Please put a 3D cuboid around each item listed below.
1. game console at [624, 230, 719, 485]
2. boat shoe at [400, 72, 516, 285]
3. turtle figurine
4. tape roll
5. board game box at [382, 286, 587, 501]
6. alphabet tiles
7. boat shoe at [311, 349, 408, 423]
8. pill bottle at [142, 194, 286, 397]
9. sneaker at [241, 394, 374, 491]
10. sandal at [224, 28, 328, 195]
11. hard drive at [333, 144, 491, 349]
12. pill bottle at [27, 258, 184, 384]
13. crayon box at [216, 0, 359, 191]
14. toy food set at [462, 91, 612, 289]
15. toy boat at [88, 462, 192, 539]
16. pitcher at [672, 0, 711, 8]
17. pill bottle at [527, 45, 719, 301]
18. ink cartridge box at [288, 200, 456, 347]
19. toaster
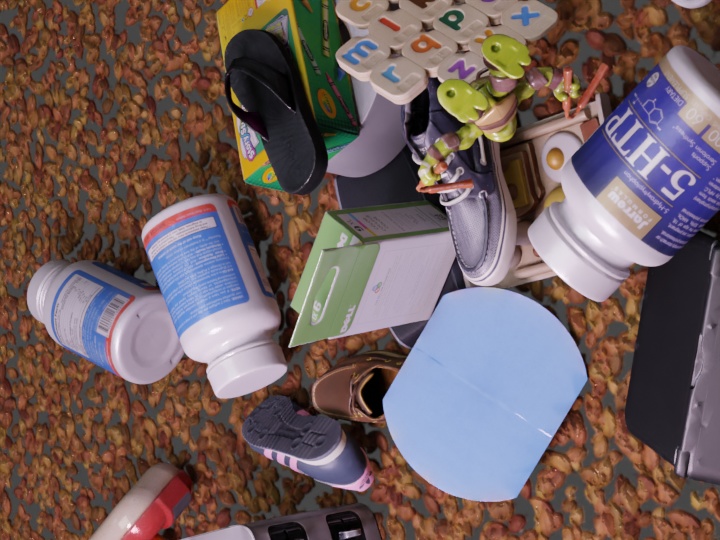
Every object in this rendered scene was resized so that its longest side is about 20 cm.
[{"bbox_3d":[0.317,0.071,1.446,0.175,0.116,0.201,10,104,13],"label":"game console"},{"bbox_3d":[0.082,-0.087,1.547,0.075,0.092,0.201,-23,67,44],"label":"boat shoe"},{"bbox_3d":[0.118,-0.147,1.444,0.199,0.161,0.065,-31,74,2],"label":"turtle figurine"},{"bbox_3d":[-0.016,-0.196,1.689,0.200,0.066,0.201,-15,71,50],"label":"tape roll"},{"bbox_3d":[0.119,0.114,1.616,0.158,0.039,0.201,32,100,15],"label":"board game box"},{"bbox_3d":[0.077,-0.231,1.556,0.195,0.200,0.015,37,161,38],"label":"alphabet tiles"},{"bbox_3d":[0.016,0.118,1.719,0.199,0.067,0.072,-9,88,46],"label":"boat shoe"},{"bbox_3d":[-0.153,0.029,1.837,0.112,0.112,0.201,-37,67,41],"label":"pill bottle"},{"bbox_3d":[-0.058,0.190,1.806,0.070,0.082,0.200,-48,27,-12],"label":"sneaker"},{"bbox_3d":[-0.088,-0.157,1.584,0.075,0.048,0.201,-53,48,30],"label":"sandal"},{"bbox_3d":[0.046,-0.033,1.689,0.135,0.042,0.201,-35,70,41],"label":"hard drive"},{"bbox_3d":[-0.301,0.052,2.001,0.200,0.112,0.113,22,110,43],"label":"pill bottle"},{"bbox_3d":[-0.073,-0.194,1.660,0.119,0.058,0.201,-34,57,42],"label":"crayon box"},{"bbox_3d":[0.160,-0.067,1.558,0.199,0.060,0.144,-16,83,45],"label":"toy food set"},{"bbox_3d":[-0.244,0.328,1.987,0.131,0.131,0.200,40,126,0],"label":"toy boat"},{"bbox_3d":[0.248,-0.330,1.415,0.200,0.121,0.172,47,141,18],"label":"pitcher"},{"bbox_3d":[0.237,-0.075,1.408,0.200,0.119,0.120,-49,60,20],"label":"pill bottle"},{"bbox_3d":[0.000,0.000,1.568,0.059,0.199,0.104,38,120,31],"label":"ink cartridge box"},{"bbox_3d":[-0.091,0.320,1.774,0.200,0.180,0.119,-22,76,43],"label":"toaster"}]
